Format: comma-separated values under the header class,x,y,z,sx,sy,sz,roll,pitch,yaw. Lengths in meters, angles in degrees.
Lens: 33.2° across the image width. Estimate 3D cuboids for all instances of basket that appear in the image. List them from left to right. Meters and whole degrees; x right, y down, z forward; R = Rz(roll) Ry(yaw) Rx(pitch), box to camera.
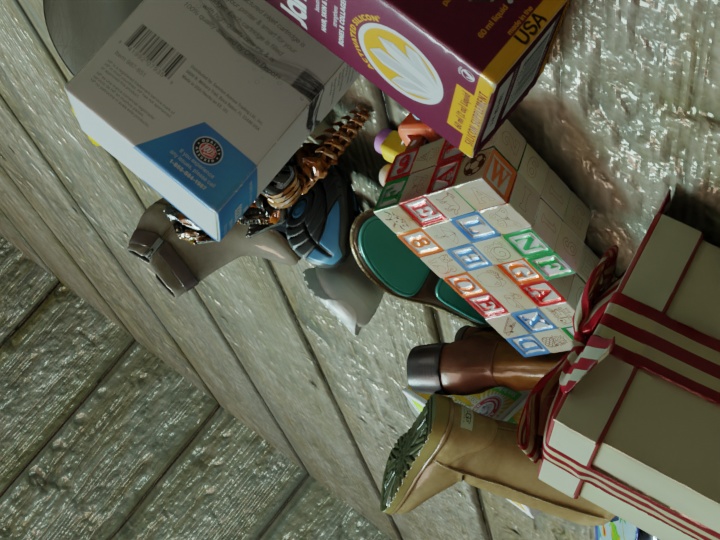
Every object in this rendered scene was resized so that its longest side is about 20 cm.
class,x,y,z,sx,sy,sz,roll,pitch,yaw
basket,-0.190,-0.249,0.980,0.182,0.135,0.200,58,162,10

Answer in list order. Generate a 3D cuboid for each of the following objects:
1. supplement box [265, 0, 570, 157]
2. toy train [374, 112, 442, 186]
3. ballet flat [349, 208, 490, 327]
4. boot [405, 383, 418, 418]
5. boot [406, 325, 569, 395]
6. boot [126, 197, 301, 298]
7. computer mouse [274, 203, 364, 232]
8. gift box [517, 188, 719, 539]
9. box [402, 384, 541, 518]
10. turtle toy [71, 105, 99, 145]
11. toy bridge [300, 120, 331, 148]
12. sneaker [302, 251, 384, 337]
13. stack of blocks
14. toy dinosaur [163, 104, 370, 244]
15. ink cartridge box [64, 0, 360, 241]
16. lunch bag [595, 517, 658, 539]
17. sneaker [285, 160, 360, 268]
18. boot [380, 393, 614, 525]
class,x,y,z,sx,sy,sz,roll,pitch,yaw
supplement box,0.023,-0.179,0.752,0.199,0.086,0.111,38,164,9
toy train,0.073,-0.059,1.008,0.200,0.056,0.150,50,162,-28
ballet flat,0.054,-0.003,1.117,0.199,0.071,0.065,32,180,-34
boot,0.151,0.209,1.511,0.153,0.074,0.204,24,158,38
boot,0.168,0.079,1.101,0.197,0.070,0.187,-4,173,30
boot,-0.194,-0.024,1.548,0.199,0.147,0.070,36,162,15
computer mouse,-0.066,-0.072,1.315,0.198,0.053,0.139,22,157,17
gift box,0.223,0.075,0.816,0.185,0.186,0.201,26,157,16
box,0.144,0.155,1.256,0.113,0.101,0.200,54,169,-20
turtle toy,-0.222,-0.206,1.182,0.200,0.144,0.102,-134,27,-58
toy bridge,-0.116,-0.178,1.108,0.200,0.067,0.027,42,123,-6
sneaker,0.000,0.000,1.153,0.077,0.080,0.200,50,-169,-11
stack of blocks,0.120,-0.019,0.932,0.114,0.059,0.200,-14,133,45
toy dinosaur,-0.089,-0.099,1.071,0.136,0.199,0.102,56,174,-36
ink cartridge box,-0.097,-0.149,0.901,0.145,0.201,0.084,38,166,6
lunch bag,0.304,0.245,1.182,0.201,0.126,0.170,57,168,11
sneaker,-0.026,-0.059,1.142,0.082,0.073,0.201,39,-161,-29
boot,0.131,0.199,1.119,0.197,0.067,0.176,18,141,-10
